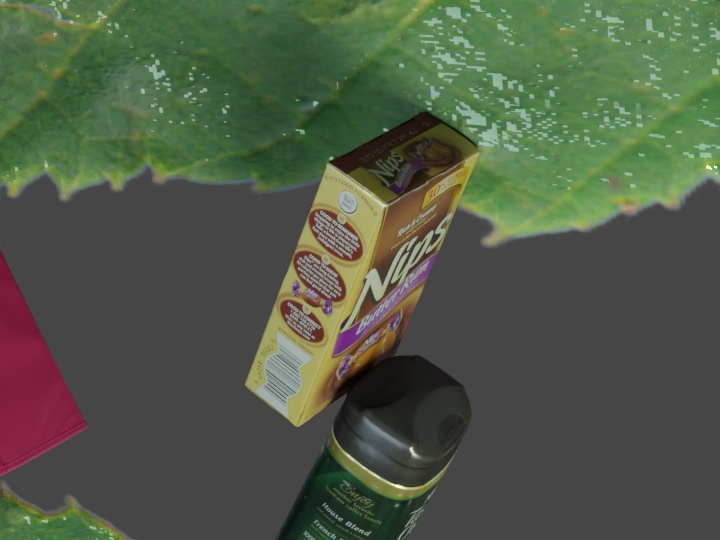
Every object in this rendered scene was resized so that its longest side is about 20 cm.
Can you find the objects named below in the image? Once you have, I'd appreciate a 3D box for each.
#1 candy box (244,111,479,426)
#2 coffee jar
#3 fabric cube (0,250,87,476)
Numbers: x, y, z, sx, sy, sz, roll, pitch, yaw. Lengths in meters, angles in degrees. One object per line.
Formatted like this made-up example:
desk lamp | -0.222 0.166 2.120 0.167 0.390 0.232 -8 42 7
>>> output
candy box | 0.000 0.000 1.358 0.056 0.117 0.201 35 128 20
coffee jar | 0.006 0.157 1.435 0.085 0.104 0.201 33 128 10
fabric cube | -0.386 0.100 1.649 0.196 0.200 0.200 -25 92 42
